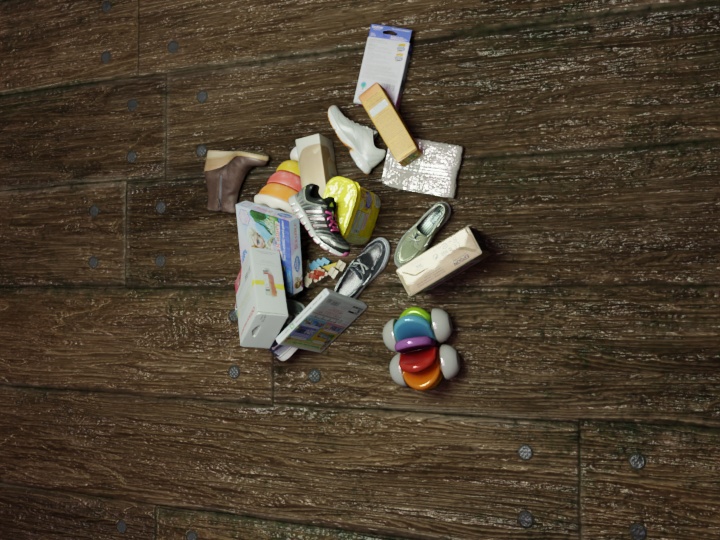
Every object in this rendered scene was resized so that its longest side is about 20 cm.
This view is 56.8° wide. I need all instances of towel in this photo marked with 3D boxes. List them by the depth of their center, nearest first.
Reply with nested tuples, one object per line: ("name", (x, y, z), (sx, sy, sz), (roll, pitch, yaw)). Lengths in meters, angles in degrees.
("towel", (0.153, -0.262, 1.670), (0.196, 0.034, 0.135), (12, 93, 20))

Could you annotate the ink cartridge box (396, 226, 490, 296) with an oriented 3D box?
("ink cartridge box", (0.199, -0.020, 1.575), (0.198, 0.164, 0.076), (-32, 80, 17))

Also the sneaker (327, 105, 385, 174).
("sneaker", (-0.007, -0.351, 1.719), (0.091, 0.076, 0.202), (-34, 85, 8))

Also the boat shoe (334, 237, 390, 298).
("boat shoe", (0.000, 0.000, 1.699), (0.072, 0.068, 0.201), (44, 102, 16))

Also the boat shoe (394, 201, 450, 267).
("boat shoe", (0.146, -0.091, 1.651), (0.072, 0.062, 0.201), (39, 102, 17))

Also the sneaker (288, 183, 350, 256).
("sneaker", (-0.081, -0.121, 1.516), (0.088, 0.073, 0.201), (-47, 70, 20))

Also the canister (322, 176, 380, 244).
("canister", (-0.026, -0.140, 1.643), (0.085, 0.200, 0.151), (20, 95, 19))

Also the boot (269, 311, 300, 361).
("boot", (-0.169, 0.137, 1.720), (0.090, 0.073, 0.200), (42, 93, -21))

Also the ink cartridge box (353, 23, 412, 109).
("ink cartridge box", (0.061, -0.519, 1.709), (0.117, 0.042, 0.204), (14, 96, 19))

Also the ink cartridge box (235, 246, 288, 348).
("ink cartridge box", (-0.246, 0.069, 1.633), (0.146, 0.082, 0.203), (-57, 34, 42))

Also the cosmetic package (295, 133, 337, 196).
("cosmetic package", (-0.106, -0.240, 1.728), (0.070, 0.105, 0.204), (-10, 86, 19))

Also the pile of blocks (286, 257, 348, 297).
("pile of blocks", (-0.131, 0.005, 1.750), (0.197, 0.062, 0.084), (-21, 81, 18))

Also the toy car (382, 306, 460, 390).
("toy car", (0.137, 0.189, 1.599), (0.172, 0.150, 0.204), (-14, 84, 19))

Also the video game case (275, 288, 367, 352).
("video game case", (-0.094, 0.129, 1.661), (0.182, 0.199, 0.022), (-45, 62, 13))

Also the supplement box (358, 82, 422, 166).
("supplement box", (0.074, -0.360, 1.649), (0.068, 0.066, 0.202), (-34, 78, 16))

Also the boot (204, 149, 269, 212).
("boot", (-0.342, -0.246, 1.846), (0.196, 0.072, 0.170), (5, 102, 19))

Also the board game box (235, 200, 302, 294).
("board game box", (-0.236, -0.061, 1.720), (0.197, 0.041, 0.204), (18, 120, 36))

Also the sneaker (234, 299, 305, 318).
("sneaker", (-0.250, 0.104, 1.759), (0.196, 0.120, 0.086), (3, 90, 19))

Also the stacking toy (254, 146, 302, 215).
("stacking toy", (-0.183, -0.238, 1.759), (0.144, 0.146, 0.203), (16, 78, 19))
